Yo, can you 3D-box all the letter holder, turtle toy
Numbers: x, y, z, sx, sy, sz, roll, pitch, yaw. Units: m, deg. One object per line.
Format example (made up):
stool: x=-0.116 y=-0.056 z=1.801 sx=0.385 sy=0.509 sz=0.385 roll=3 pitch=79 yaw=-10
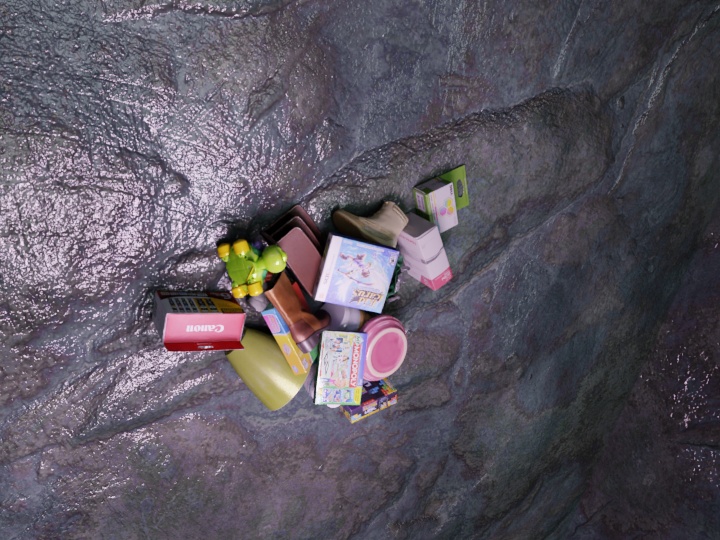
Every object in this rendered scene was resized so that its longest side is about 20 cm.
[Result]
letter holder: x=-0.150 y=-0.058 z=1.515 sx=0.142 sy=0.100 sz=0.201 roll=-40 pitch=127 yaw=-12
turtle toy: x=-0.268 y=-0.016 z=1.414 sx=0.101 sy=0.199 sz=0.148 roll=-26 pitch=103 yaw=-44

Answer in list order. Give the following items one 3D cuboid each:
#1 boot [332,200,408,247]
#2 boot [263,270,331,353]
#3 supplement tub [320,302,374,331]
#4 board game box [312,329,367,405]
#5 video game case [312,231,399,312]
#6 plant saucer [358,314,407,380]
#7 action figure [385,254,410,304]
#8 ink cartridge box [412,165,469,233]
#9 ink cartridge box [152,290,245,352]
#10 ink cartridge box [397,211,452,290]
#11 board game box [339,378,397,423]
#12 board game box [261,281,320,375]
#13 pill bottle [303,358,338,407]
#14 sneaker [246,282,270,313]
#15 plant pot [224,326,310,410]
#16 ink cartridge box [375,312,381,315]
boot: x=0.032 y=-0.146 z=1.599 sx=0.199 sy=0.073 sz=0.156 roll=30 pitch=57 yaw=0
boot: x=-0.166 y=0.091 z=1.466 sx=0.201 sy=0.068 sz=0.189 roll=59 pitch=31 yaw=-14
supplement tub: x=-0.028 y=0.182 z=1.676 sx=0.199 sy=0.144 sz=0.145 roll=36 pitch=91 yaw=-39
board game box: x=-0.055 y=0.267 z=1.541 sx=0.133 sy=0.029 sz=0.203 roll=5 pitch=91 yaw=-20
video game case: x=-0.013 y=0.008 z=1.511 sx=0.198 sy=0.045 sz=0.183 roll=12 pitch=104 yaw=-19
plant saucer: x=0.065 y=0.233 z=1.637 sx=0.199 sy=0.051 sz=0.203 roll=-12 pitch=111 yaw=-34
action figure: x=0.104 y=0.052 z=1.709 sx=0.054 sy=0.200 sz=0.119 roll=21 pitch=62 yaw=-1
ink cartridge box: x=0.271 y=-0.217 z=1.722 sx=0.198 sy=0.076 sz=0.149 roll=-27 pitch=124 yaw=-18
ink cartridge box: x=-0.398 y=0.124 z=1.393 sx=0.198 sy=0.175 sz=0.085 roll=2 pitch=112 yaw=-33
ink cartridge box: x=0.187 y=-0.060 z=1.698 sx=0.082 sy=0.146 sz=0.201 roll=-34 pitch=126 yaw=-15
board game box: x=-0.006 y=0.361 z=1.740 sx=0.164 sy=0.200 sz=0.057 roll=-17 pitch=125 yaw=-25
board game box: x=-0.176 y=0.154 z=1.507 sx=0.202 sy=0.040 sz=0.153 roll=65 pitch=28 yaw=-19
pill bottle: x=-0.116 y=0.318 z=1.649 sx=0.110 sy=0.200 sz=0.112 roll=-14 pitch=120 yaw=-26
sneaker: x=-0.220 y=0.095 z=1.562 sx=0.199 sy=0.074 sz=0.088 roll=28 pitch=84 yaw=-41
plant pot: x=-0.270 y=0.251 z=1.551 sx=0.200 sy=0.187 sz=0.188 roll=43 pitch=87 yaw=-22
ink cartridge box: x=0.052 y=0.030 z=1.683 sx=0.039 sy=0.099 sz=0.202 roll=6 pitch=107 yaw=-27
